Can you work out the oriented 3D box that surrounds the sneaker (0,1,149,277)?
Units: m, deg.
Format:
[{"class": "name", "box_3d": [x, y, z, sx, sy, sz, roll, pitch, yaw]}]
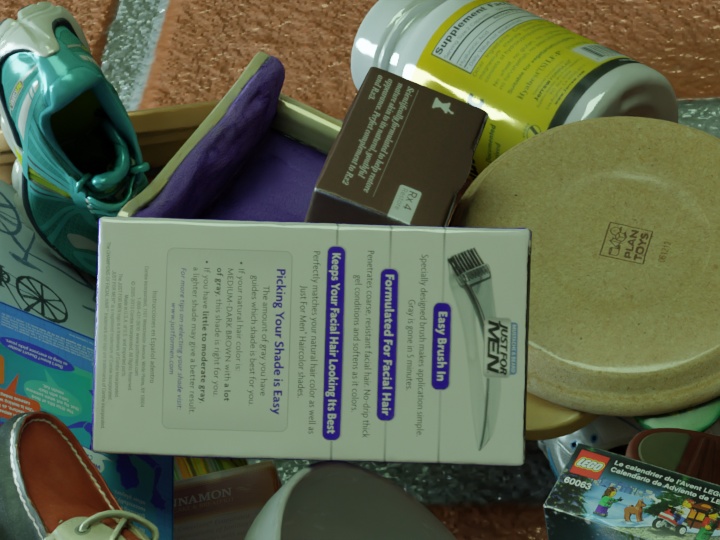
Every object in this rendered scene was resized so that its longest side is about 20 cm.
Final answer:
[{"class": "sneaker", "box_3d": [-0.154, -0.055, 1.059, 0.077, 0.200, 0.080, -35, 53, -14]}]

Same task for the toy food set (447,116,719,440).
[{"class": "toy food set", "box_3d": [0.141, 0.000, 1.005, 0.197, 0.049, 0.201, -1, 54, 6]}]

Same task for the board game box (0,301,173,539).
[{"class": "board game box", "box_3d": [-0.160, 0.109, 0.885, 0.045, 0.152, 0.201, -44, 34, 34]}]

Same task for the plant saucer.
[{"class": "plant saucer", "box_3d": [-0.162, -0.081, 1.209, 0.199, 0.038, 0.200, -8, 6, 1]}]

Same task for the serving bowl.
[{"class": "serving bowl", "box_3d": [0.007, 0.189, 0.865, 0.066, 0.200, 0.201, -36, 38, 23]}]

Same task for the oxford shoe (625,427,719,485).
[{"class": "oxford shoe", "box_3d": [0.219, 0.140, 0.940, 0.199, 0.075, 0.071, 19, 32, 5]}]

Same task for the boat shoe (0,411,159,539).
[{"class": "boat shoe", "box_3d": [-0.104, 0.141, 0.818, 0.071, 0.063, 0.201, -4, 58, -47]}]

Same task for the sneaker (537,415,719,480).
[{"class": "sneaker", "box_3d": [0.113, 0.075, 1.025, 0.199, 0.075, 0.087, 20, 57, 30]}]

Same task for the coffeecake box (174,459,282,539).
[{"class": "coffeecake box", "box_3d": [-0.100, 0.204, 0.934, 0.153, 0.073, 0.201, -13, 43, 3]}]

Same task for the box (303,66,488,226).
[{"class": "box", "box_3d": [0.000, 0.000, 1.026, 0.075, 0.200, 0.100, 23, 48, 0]}]

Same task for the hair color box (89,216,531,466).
[{"class": "hair color box", "box_3d": [-0.022, 0.033, 0.887, 0.199, 0.065, 0.110, 2, 88, 0]}]

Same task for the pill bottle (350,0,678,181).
[{"class": "pill bottle", "box_3d": [0.090, -0.108, 1.189, 0.111, 0.112, 0.200, -38, 48, -25]}]

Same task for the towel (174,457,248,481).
[{"class": "towel", "box_3d": [-0.152, 0.107, 1.039, 0.199, 0.086, 0.018, 5, 49, 18]}]

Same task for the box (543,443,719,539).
[{"class": "box", "box_3d": [0.156, 0.169, 0.819, 0.136, 0.201, 0.038, 16, 51, 26]}]

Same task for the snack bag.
[{"class": "snack bag", "box_3d": [-0.185, 0.016, 1.089, 0.021, 0.188, 0.200, -45, 40, 18]}]

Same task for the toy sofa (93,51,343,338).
[{"class": "toy sofa", "box_3d": [-0.069, -0.030, 1.100, 0.083, 0.098, 0.200, 26, 45, 9]}]
